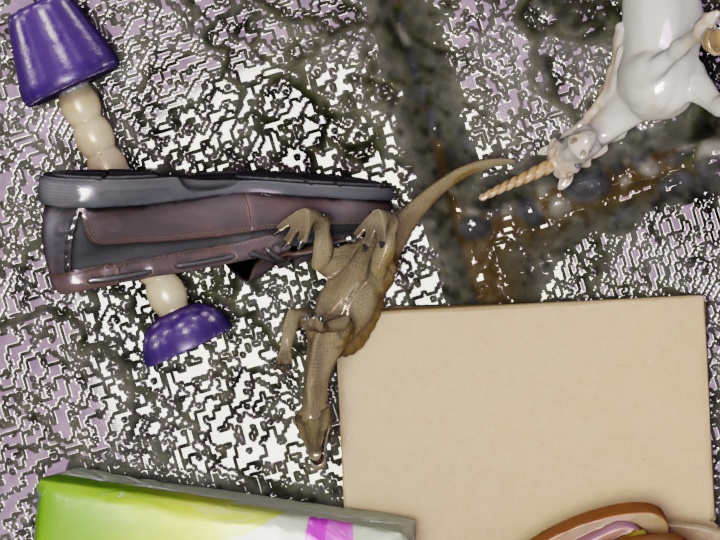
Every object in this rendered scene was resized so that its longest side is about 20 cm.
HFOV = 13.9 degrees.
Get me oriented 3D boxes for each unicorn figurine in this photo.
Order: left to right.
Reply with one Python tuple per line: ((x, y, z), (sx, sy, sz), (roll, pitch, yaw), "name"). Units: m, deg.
((0.154, -0.122, 1.534), (0.074, 0.137, 0.200), (26, 70, -24), "unicorn figurine")

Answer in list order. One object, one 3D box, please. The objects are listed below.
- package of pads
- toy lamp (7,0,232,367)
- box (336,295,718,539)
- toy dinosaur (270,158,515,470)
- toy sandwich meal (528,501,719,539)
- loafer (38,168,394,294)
((-0.079, 0.195, 1.560), (0.200, 0.068, 0.155), (8, 95, 9), "package of pads")
((-0.130, -0.050, 1.570), (0.058, 0.058, 0.200), (-24, 94, 3), "toy lamp")
((0.089, 0.097, 1.582), (0.200, 0.021, 0.164), (-3, 92, 3), "box")
((0.000, 0.000, 1.529), (0.058, 0.101, 0.200), (24, 76, 26), "toy dinosaur")
((0.155, 0.218, 1.545), (0.205, 0.070, 0.206), (0, 102, 2), "toy sandwich meal")
((-0.076, -0.020, 1.534), (0.200, 0.072, 0.063), (0, 96, -30), "loafer")
